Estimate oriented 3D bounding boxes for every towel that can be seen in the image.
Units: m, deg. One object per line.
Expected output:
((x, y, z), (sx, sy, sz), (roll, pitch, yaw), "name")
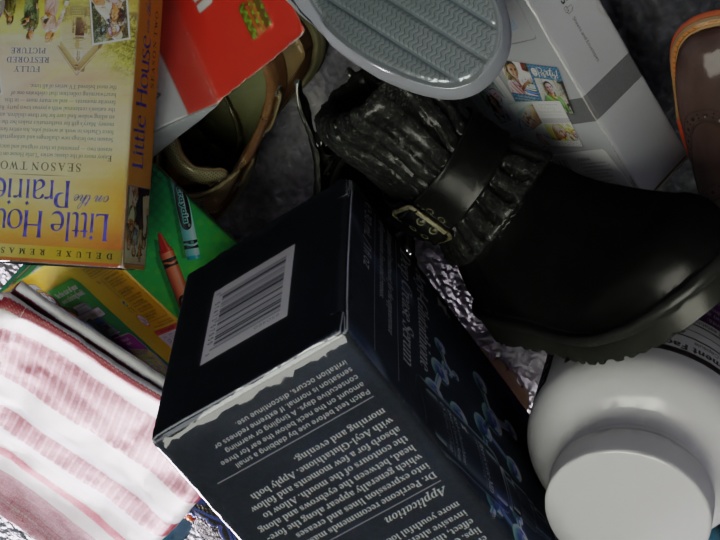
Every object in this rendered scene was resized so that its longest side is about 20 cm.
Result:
((-0.157, 0.097, 0.822), (0.144, 0.023, 0.200), (34, 139, -6), "towel")

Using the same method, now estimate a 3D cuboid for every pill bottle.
((0.149, 0.058, 0.782), (0.112, 0.200, 0.113), (9, 126, 13), "pill bottle")

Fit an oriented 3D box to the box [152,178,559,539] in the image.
((0.007, 0.085, 0.747), (0.107, 0.149, 0.200), (-30, 115, 16), "box")

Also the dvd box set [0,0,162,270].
((-0.171, -0.103, 0.781), (0.146, 0.029, 0.201), (3, 89, 21), "dvd box set")

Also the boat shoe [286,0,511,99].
((-0.005, -0.144, 0.690), (0.200, 0.067, 0.074), (44, 97, 20), "boat shoe")

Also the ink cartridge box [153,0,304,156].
((-0.139, -0.138, 0.801), (0.200, 0.050, 0.163), (-33, 78, 38), "ink cartridge box")

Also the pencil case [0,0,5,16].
((-0.174, -0.216, 0.733), (0.084, 0.085, 0.200), (23, 98, -40), "pencil case")

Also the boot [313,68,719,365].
((0.070, -0.039, 0.698), (0.158, 0.079, 0.211), (52, 156, -15), "boot")

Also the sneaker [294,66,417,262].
((0.003, 0.000, 0.825), (0.060, 0.104, 0.200), (-11, 82, 0), "sneaker")

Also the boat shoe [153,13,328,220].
((-0.091, -0.075, 0.855), (0.076, 0.074, 0.200), (32, 131, -4), "boat shoe")

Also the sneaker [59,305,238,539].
((-0.137, 0.111, 0.905), (0.200, 0.078, 0.075), (46, 157, -20), "sneaker")

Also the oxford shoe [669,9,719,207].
((0.192, -0.024, 0.701), (0.071, 0.073, 0.200), (-16, 117, 27), "oxford shoe")

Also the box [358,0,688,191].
((0.050, -0.119, 0.753), (0.200, 0.041, 0.156), (54, 154, -20), "box")

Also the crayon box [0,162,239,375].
((-0.127, 0.018, 0.893), (0.119, 0.058, 0.200), (44, 155, -13), "crayon box")

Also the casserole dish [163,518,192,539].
((-0.170, 0.092, 0.984), (0.039, 0.121, 0.200), (-41, 104, 17), "casserole dish")

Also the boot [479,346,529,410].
((-0.002, 0.064, 0.904), (0.200, 0.107, 0.075), (32, 134, 1), "boot")

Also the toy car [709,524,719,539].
((0.171, 0.183, 0.895), (0.175, 0.150, 0.200), (-4, 122, 23), "toy car")
